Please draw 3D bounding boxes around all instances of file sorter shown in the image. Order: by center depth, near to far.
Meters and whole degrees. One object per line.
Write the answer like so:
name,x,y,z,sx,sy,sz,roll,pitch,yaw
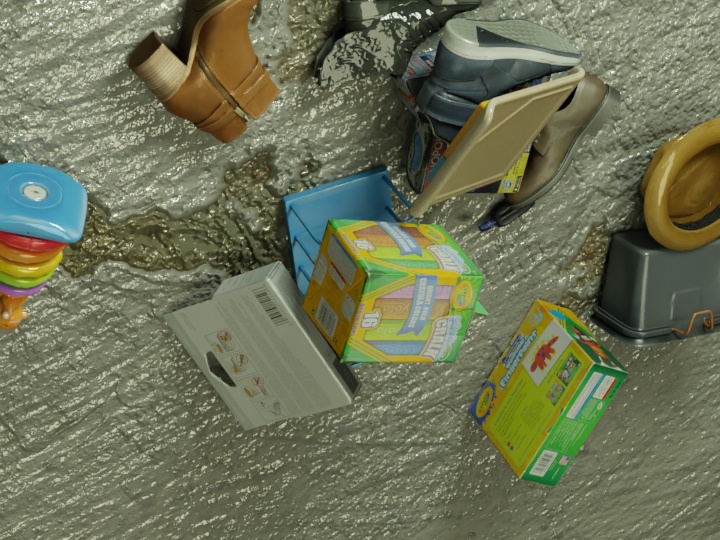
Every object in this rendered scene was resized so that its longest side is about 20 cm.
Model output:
file sorter,0.000,0.000,1.693,0.139,0.123,0.200,-19,127,-16

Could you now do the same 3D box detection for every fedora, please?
fedora,0.449,-0.126,1.860,0.200,0.082,0.201,-13,118,-26

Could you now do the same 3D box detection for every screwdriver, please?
screwdriver,0.142,-0.047,1.798,0.200,0.028,0.029,-29,99,-6

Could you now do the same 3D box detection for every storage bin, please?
storage bin,0.439,0.015,1.928,0.200,0.146,0.134,-10,115,-22

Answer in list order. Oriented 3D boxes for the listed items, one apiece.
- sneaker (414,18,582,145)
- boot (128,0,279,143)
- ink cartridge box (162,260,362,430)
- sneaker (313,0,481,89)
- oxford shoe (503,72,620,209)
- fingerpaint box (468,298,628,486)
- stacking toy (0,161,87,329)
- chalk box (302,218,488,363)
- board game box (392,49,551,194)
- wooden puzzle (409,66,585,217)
sneaker,0.153,-0.214,1.584,0.202,0.077,0.146,-3,130,-34
boot,-0.136,-0.241,1.498,0.200,0.074,0.155,-37,130,16
ink cartridge box,-0.121,0.098,1.687,0.174,0.044,0.200,-17,116,33
sneaker,0.044,-0.268,1.571,0.200,0.060,0.104,-8,112,-14
oxford shoe,0.237,-0.169,1.746,0.084,0.073,0.200,30,103,-21
fingerpaint box,0.260,0.170,1.910,0.073,0.167,0.200,17,111,-33
stacking toy,-0.377,-0.011,1.518,0.116,0.110,0.200,10,128,-15
chalk box,0.057,0.025,1.579,0.200,0.124,0.124,1,120,-29
board game box,0.119,-0.194,1.664,0.200,0.062,0.200,-1,121,-25
wooden puzzle,0.153,-0.152,1.566,0.200,0.037,0.185,-28,161,-44
